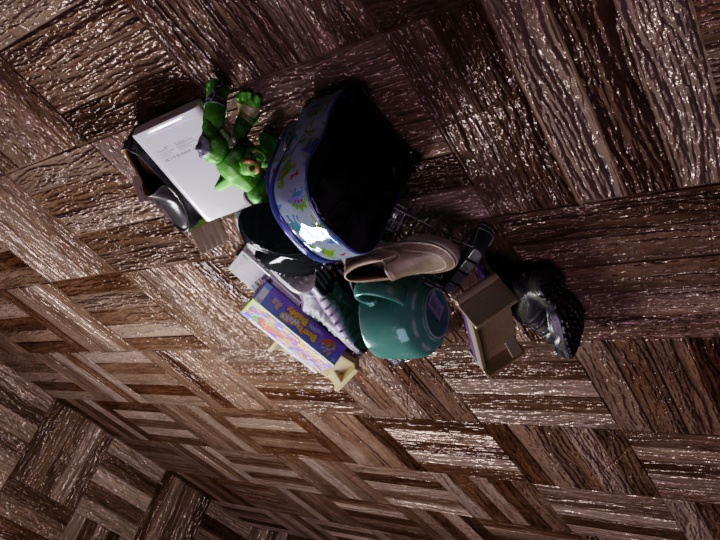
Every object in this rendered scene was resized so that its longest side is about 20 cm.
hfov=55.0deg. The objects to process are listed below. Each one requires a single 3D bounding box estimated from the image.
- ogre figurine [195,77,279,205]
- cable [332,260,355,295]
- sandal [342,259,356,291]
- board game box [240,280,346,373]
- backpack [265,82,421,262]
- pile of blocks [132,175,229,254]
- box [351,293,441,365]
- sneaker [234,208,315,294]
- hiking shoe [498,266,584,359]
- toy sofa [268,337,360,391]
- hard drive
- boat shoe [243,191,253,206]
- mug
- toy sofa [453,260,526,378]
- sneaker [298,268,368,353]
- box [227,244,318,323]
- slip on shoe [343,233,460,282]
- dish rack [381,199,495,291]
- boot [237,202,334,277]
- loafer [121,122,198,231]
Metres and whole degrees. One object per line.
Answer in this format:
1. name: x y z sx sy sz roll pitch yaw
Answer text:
1. ogre figurine: -0.163 -0.171 1.013 0.097 0.121 0.201 2 143 30
2. cable: -0.093 0.009 1.304 0.162 0.051 0.199 35 147 -20
3. sandal: 0.000 -0.001 1.217 0.042 0.077 0.202 -4 129 32
4. board game box: -0.134 0.115 1.351 0.199 0.045 0.134 40 156 -6
5. backpack: -0.037 -0.117 0.939 0.145 0.202 0.183 -11 137 41
6. pile of blocks: -0.323 -0.117 1.270 0.199 0.082 0.062 40 -172 -11
7. box: 0.043 0.107 1.367 0.199 0.050 0.161 34 148 -17
8. sneaker: -0.146 -0.033 1.209 0.201 0.076 0.081 51 153 18
9. hiking shoe: 0.300 0.067 1.139 0.100 0.076 0.201 7 140 45
10. toy sofa: -0.099 0.166 1.521 0.199 0.098 0.083 34 119 -17
11. hard drive: -0.255 -0.173 1.125 0.130 0.027 0.201 -17 134 21
12. boat shoe: -0.090 -0.116 1.106 0.197 0.073 0.063 16 141 1
13. mug: 0.076 0.077 1.179 0.113 0.184 0.155 -5 95 34
14. toy sofa: 0.207 0.083 1.141 0.098 0.082 0.201 54 174 35
15. sneaker: -0.058 0.073 1.269 0.087 0.075 0.201 -16 117 37
16. box: -0.161 0.034 1.344 0.200 0.036 0.144 43 156 -8
17. slip on shoe: 0.059 -0.012 1.069 0.197 0.061 0.076 3 142 32
18. dish rack: 0.097 -0.048 1.101 0.197 0.055 0.154 26 147 -1
19. boot: -0.117 -0.040 1.064 0.195 0.075 0.162 7 166 -30
20. loafer: -0.342 -0.144 1.171 0.072 0.073 0.202 -5 126 29
